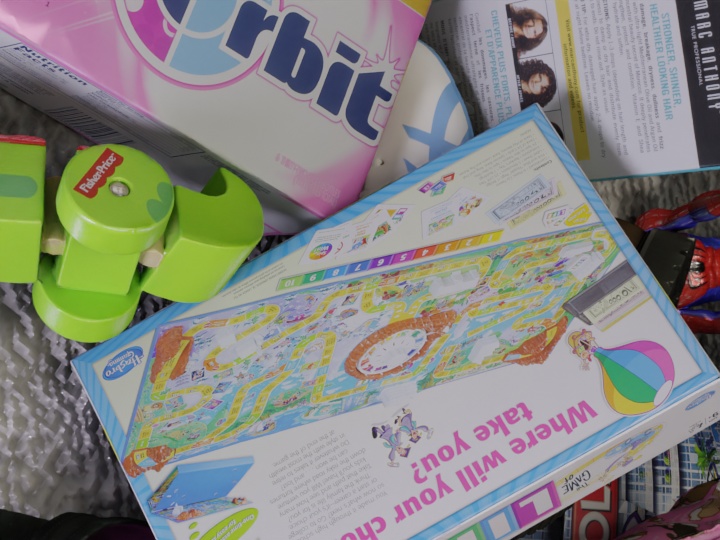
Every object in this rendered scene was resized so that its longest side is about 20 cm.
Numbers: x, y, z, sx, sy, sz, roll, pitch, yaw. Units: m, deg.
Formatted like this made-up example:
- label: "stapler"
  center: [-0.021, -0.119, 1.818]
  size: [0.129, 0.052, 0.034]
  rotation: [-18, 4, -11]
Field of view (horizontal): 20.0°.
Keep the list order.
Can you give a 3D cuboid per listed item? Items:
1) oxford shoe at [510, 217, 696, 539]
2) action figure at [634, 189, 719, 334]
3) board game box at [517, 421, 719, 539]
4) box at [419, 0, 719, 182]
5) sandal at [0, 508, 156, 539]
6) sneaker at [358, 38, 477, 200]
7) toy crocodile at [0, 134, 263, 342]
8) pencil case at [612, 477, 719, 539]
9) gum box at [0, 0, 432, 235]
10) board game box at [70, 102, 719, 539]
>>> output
- label: "oxford shoe"
  center: [0.068, 0.039, 0.822]
  size: [0.200, 0.084, 0.073]
  rotation: [-51, 158, -54]
- label: "action figure"
  center: [0.201, -0.004, 0.944]
  size: [0.199, 0.099, 0.066]
  rotation: [-2, 85, -34]
- label: "board game box"
  center: [0.079, 0.144, 0.867]
  size: [0.199, 0.062, 0.201]
  rotation: [8, 83, -37]
- label: "box"
  center: [0.091, -0.077, 0.799]
  size: [0.049, 0.200, 0.083]
  rotation: [-12, 95, -35]
- label: "sandal"
  center: [-0.082, 0.117, 0.742]
  size: [0.200, 0.048, 0.076]
  rotation: [15, 40, -41]
- label: "sneaker"
  center: [0.000, 0.000, 0.809]
  size: [0.072, 0.072, 0.201]
  rotation: [16, 77, -41]
- label: "toy crocodile"
  center: [-0.130, -0.022, 0.705]
  size: [0.199, 0.068, 0.062]
  rotation: [6, 50, -16]
- label: "pencil case"
  center: [0.095, 0.138, 0.777]
  size: [0.199, 0.083, 0.087]
  rotation: [-14, 101, -43]
- label: "gum box"
  center: [-0.077, -0.107, 0.760]
  size: [0.200, 0.066, 0.114]
  rotation: [30, 72, -32]
- label: "board game box"
  center: [0.011, 0.042, 0.736]
  size: [0.199, 0.135, 0.034]
  rotation: [-28, 150, -3]
